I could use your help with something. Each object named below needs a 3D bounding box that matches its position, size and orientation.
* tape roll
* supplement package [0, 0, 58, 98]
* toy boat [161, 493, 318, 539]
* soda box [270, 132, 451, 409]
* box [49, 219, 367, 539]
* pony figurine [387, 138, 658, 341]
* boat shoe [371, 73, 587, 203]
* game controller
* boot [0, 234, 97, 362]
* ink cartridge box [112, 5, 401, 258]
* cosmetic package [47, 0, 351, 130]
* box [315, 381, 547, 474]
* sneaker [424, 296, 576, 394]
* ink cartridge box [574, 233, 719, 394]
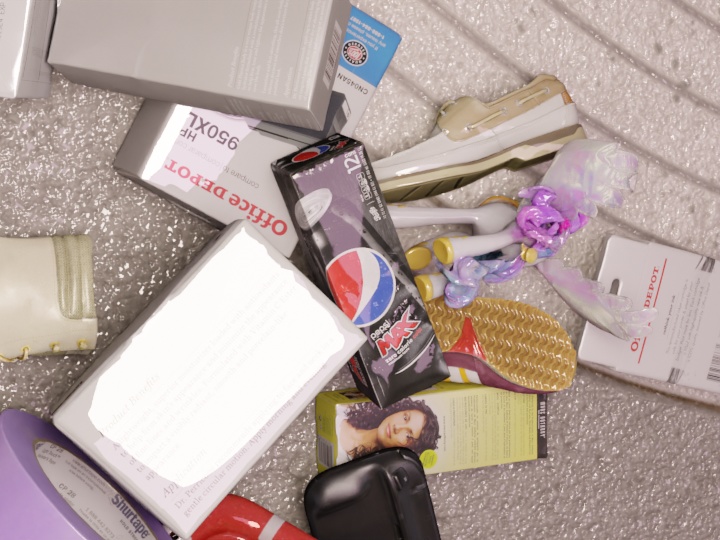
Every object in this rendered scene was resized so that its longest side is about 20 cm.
[{"bbox_3d":[-0.220,0.202,1.327,0.085,0.200,0.200,-45,113,4],"label":"tape roll"},{"bbox_3d":[-0.271,-0.181,1.242,0.109,0.200,0.114,10,94,-4],"label":"supplement package"},{"bbox_3d":[-0.076,0.254,1.409,0.199,0.131,0.131,29,69,11],"label":"toy boat"},{"bbox_3d":[0.000,0.000,1.372,0.063,0.071,0.201,-25,106,-11],"label":"soda box"},{"bbox_3d":[-0.120,0.080,1.344,0.131,0.200,0.199,44,81,-6],"label":"box"},{"bbox_3d":[0.134,-0.029,1.443,0.199,0.193,0.168,-14,114,-27],"label":"pony figurine"},{"bbox_3d":[0.088,-0.109,1.492,0.199,0.075,0.069,-16,84,-18],"label":"boat shoe"},{"bbox_3d":[0.018,0.238,1.503,0.104,0.042,0.201,-14,121,0],"label":"game controller"},{"bbox_3d":[-0.279,0.066,1.360,0.154,0.072,0.201,3,96,-26],"label":"boot"},{"bbox_3d":[-0.081,-0.131,1.404,0.144,0.084,0.201,28,87,-23],"label":"ink cartridge box"},{"bbox_3d":[-0.117,-0.175,1.300,0.199,0.090,0.107,13,85,8],"label":"cosmetic package"},{"bbox_3d":[0.063,0.132,1.525,0.199,0.050,0.076,-7,101,-22],"label":"box"},{"bbox_3d":[0.083,0.060,1.502,0.199,0.090,0.075,17,72,-19],"label":"sneaker"},{"bbox_3d":[0.265,0.037,1.578,0.199,0.067,0.116,14,93,-29],"label":"ink cartridge box"}]
